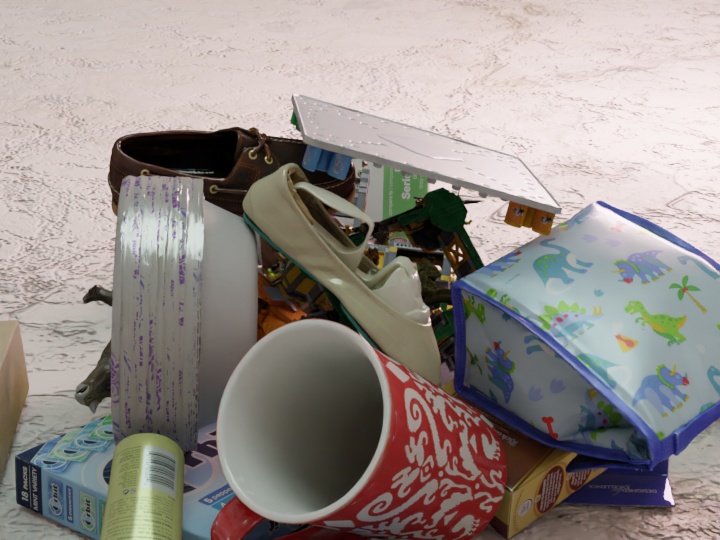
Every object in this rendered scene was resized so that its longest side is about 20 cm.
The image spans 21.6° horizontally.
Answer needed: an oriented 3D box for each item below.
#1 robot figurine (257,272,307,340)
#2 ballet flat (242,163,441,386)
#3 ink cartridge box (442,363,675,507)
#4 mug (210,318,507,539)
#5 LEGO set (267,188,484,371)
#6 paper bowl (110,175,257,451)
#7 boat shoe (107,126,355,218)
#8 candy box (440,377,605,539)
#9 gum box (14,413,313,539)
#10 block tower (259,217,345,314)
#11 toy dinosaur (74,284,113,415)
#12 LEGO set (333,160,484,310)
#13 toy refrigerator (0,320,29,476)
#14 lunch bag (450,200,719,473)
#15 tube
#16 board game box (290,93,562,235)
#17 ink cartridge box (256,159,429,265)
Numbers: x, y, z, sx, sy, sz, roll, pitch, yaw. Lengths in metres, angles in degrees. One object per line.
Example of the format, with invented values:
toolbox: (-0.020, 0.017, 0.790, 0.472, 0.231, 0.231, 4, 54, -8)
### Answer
robot figurine: (-0.123, 0.042, 1.587, 0.199, 0.146, 0.058, 33, 19, 38)
ballet flat: (0.000, 0.000, 1.367, 0.200, 0.070, 0.069, 43, 24, -2)
ink cartridge box: (0.147, 0.125, 1.525, 0.195, 0.048, 0.200, 2, 18, 0)
mug: (-0.007, 0.129, 1.306, 0.176, 0.135, 0.200, -22, -25, 25)
LEGO set: (0.014, 0.034, 1.490, 0.199, 0.154, 0.116, -31, -8, -36)
paper bowl: (-0.128, 0.032, 1.390, 0.103, 0.203, 0.201, 0, 20, -5)
boat shoe: (-0.098, -0.078, 1.481, 0.198, 0.071, 0.071, -5, 43, -13)
candy box: (0.142, 0.110, 1.451, 0.199, 0.057, 0.116, -31, 50, -32)
gum box: (-0.128, 0.157, 1.408, 0.199, 0.045, 0.169, 16, 25, 36)
block tower: (-0.049, 0.006, 1.611, 0.054, 0.200, 0.058, -39, 74, -18)
toy dinosaur: (-0.158, 0.030, 1.544, 0.103, 0.200, 0.077, 50, 11, 12)
LEGO set: (0.017, -0.031, 1.743, 0.198, 0.117, 0.154, 5, -23, 11)
toy refrigerator: (-0.314, 0.110, 1.490, 0.075, 0.071, 0.200, -6, 20, -1)
lunch bag: (0.191, 0.057, 1.376, 0.169, 0.129, 0.199, -30, 40, -33)
tube: (-0.148, 0.197, 1.248, 0.058, 0.052, 0.201, -32, 35, 25)
board game box: (0.043, -0.084, 1.464, 0.198, 0.026, 0.200, 15, 13, -9)
ink cartridge box: (-0.032, -0.060, 1.863, 0.198, 0.089, 0.145, 0, -15, 0)
